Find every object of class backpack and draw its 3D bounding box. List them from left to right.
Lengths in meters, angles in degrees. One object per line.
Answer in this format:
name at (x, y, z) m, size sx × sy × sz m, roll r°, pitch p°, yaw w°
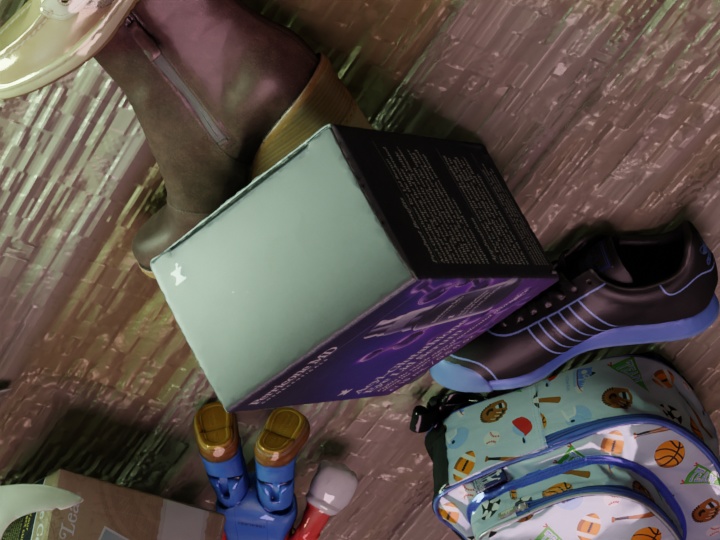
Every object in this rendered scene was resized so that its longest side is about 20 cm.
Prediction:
backpack at (0.162, 0.154, 1.434) m, size 0.190 × 0.154 × 0.200 m, roll -31°, pitch 129°, yaw 13°

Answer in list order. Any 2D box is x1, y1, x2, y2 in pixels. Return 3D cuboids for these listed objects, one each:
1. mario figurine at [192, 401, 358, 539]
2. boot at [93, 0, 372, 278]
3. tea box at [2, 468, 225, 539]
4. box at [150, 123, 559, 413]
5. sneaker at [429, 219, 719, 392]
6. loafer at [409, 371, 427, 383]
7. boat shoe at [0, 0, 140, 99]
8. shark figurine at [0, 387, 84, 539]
mario figurine at (-0.076, 0.172, 1.499) m, size 0.106 × 0.123 × 0.200 m, roll -34°, pitch 140°, yaw -34°
boot at (-0.109, -0.092, 1.213) m, size 0.200 × 0.072 × 0.166 m, roll -33°, pitch 117°, yaw 33°
tea box at (-0.207, 0.267, 1.443) m, size 0.133 × 0.200 × 0.197 m, roll 18°, pitch 156°, yaw -23°
box at (0.000, 0.000, 1.205) m, size 0.148 × 0.104 × 0.200 m, roll -36°, pitch 164°, yaw 25°
sneaker at (0.134, 0.018, 1.339) m, size 0.200 × 0.070 × 0.078 m, roll -16°, pitch 133°, yaw 4°
loafer at (-0.048, 0.042, 1.347) m, size 0.200 × 0.072 × 0.063 m, roll 21°, pitch 141°, yaw -29°
boat shoe at (-0.146, -0.169, 1.108) m, size 0.200 × 0.072 × 0.065 m, roll -35°, pitch 121°, yaw 26°
shark figurine at (-0.262, 0.117, 1.389) m, size 0.089 × 0.214 × 0.128 m, roll -38°, pitch 104°, yaw -17°
